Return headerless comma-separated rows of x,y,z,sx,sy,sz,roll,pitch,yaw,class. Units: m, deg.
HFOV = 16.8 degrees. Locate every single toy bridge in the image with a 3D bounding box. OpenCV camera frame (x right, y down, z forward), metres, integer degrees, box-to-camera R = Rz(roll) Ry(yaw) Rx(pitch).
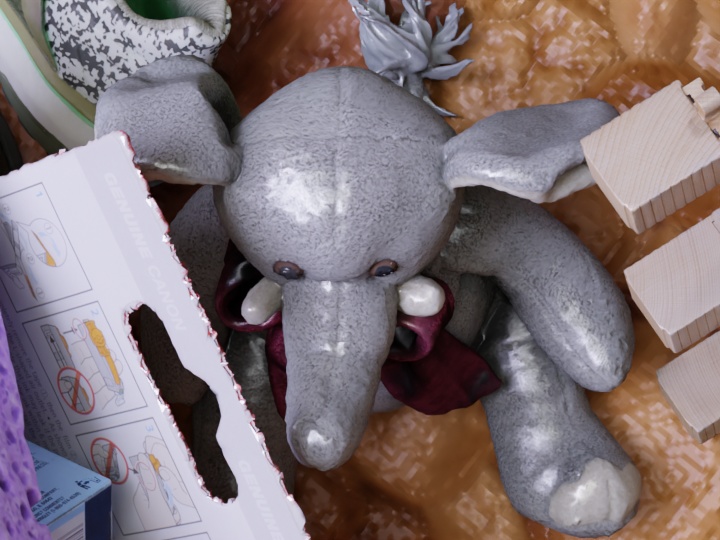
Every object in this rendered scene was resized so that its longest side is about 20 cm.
0.110,-0.006,0.705,0.067,0.200,0.027,-32,64,-1,toy bridge

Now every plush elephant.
0.000,0.000,0.745,0.164,0.155,0.201,1,89,11,plush elephant

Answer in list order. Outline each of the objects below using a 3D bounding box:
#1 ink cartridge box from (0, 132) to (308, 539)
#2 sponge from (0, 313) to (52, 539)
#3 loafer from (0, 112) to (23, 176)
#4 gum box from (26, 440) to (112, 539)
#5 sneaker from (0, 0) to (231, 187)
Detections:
-0.091,0.045,0.744,0.200,0.050,0.161,-17,102,41,ink cartridge box
-0.148,0.034,0.679,0.111,0.030,0.200,-23,74,26,sponge
-0.181,-0.072,0.827,0.075,0.070,0.200,-32,83,9,loafer
-0.165,0.109,0.765,0.200,0.045,0.170,22,125,30,gum box
-0.106,-0.126,0.796,0.200,0.077,0.089,49,137,2,sneaker
